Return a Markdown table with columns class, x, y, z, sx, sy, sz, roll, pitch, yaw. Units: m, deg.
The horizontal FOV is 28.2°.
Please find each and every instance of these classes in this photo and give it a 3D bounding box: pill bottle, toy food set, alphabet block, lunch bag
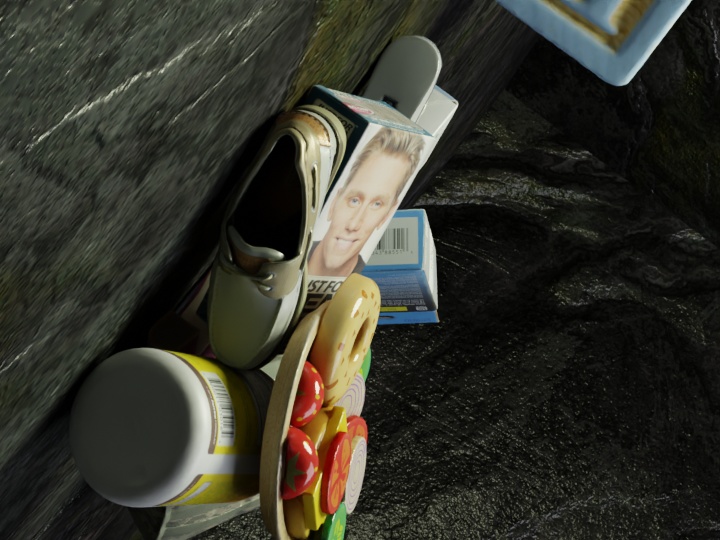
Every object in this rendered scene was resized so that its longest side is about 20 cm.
| class | x | y | z | sx | sy | sz | roll | pitch | yaw |
| --- | --- | --- | --- | --- | --- | --- | --- | --- | --- |
| pill bottle | -0.120 | 0.118 | 1.056 | 0.109 | 0.109 | 0.200 | -54 | 159 | 7 |
| toy food set | -0.026 | 0.117 | 1.076 | 0.198 | 0.048 | 0.200 | 86 | 18 | -46 |
| alphabet block | 0.261 | -0.340 | 1.445 | 0.196 | 0.196 | 0.200 | -53 | 178 | 37 |
| lunch bag | -0.140 | 0.170 | 1.410 | 0.164 | 0.118 | 0.200 | -19 | 153 | -30 |

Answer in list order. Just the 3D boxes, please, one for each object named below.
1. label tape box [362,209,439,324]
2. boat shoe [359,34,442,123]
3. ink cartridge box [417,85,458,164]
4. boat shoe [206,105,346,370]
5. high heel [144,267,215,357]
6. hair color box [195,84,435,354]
| class | x | y | z | sx | sy | sz | roll | pitch | yaw |
| --- | --- | --- | --- | --- | --- | --- | --- | --- | --- |
| label tape box | 0.000 | 0.000 | 1.399 | 0.200 | 0.144 | 0.064 | 66 | 24 | -73 |
| boat shoe | 0.008 | -0.120 | 1.282 | 0.201 | 0.072 | 0.066 | -62 | 172 | 7 |
| ink cartridge box | 0.012 | -0.103 | 1.418 | 0.137 | 0.076 | 0.200 | -51 | 176 | -16 |
| boat shoe | -0.070 | -0.018 | 1.000 | 0.068 | 0.074 | 0.201 | -36 | 144 | -69 |
| high heel | -0.114 | 0.050 | 1.187 | 0.200 | 0.067 | 0.096 | -44 | 161 | -46 |
| hair color box | -0.034 | -0.034 | 1.084 | 0.100 | 0.060 | 0.200 | 3 | 120 | -58 |
